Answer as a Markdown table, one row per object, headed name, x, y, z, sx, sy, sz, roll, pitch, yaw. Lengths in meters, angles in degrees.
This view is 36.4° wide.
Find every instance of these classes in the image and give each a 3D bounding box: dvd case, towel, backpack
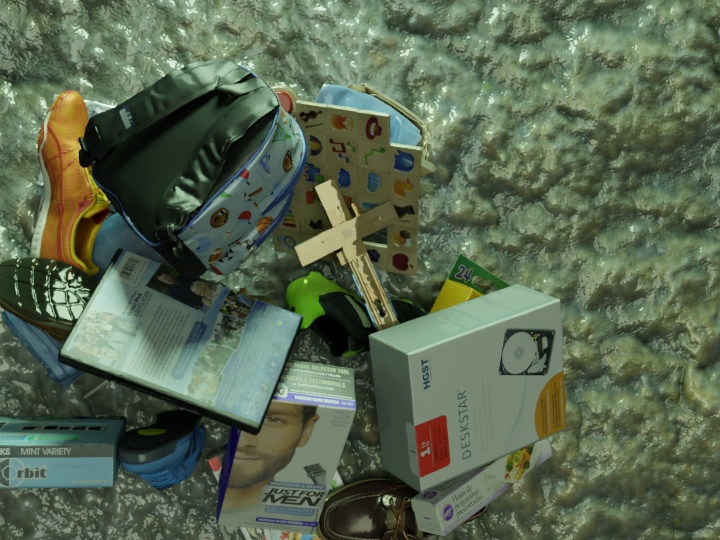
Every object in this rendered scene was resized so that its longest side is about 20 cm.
| name | x | y | z | sx | sy | sz | roll | pitch | yaw |
| --- | --- | --- | --- | --- | --- | --- | --- | --- | --- |
| dvd case | -0.168 | 0.065 | 1.048 | 0.199 | 0.018 | 0.143 | 21 | 49 | -1 |
| towel | -0.277 | 0.022 | 1.172 | 0.200 | 0.049 | 0.112 | -40 | 89 | -1 |
| backpack | -0.147 | -0.104 | 1.083 | 0.191 | 0.154 | 0.200 | -46 | 57 | 2 |

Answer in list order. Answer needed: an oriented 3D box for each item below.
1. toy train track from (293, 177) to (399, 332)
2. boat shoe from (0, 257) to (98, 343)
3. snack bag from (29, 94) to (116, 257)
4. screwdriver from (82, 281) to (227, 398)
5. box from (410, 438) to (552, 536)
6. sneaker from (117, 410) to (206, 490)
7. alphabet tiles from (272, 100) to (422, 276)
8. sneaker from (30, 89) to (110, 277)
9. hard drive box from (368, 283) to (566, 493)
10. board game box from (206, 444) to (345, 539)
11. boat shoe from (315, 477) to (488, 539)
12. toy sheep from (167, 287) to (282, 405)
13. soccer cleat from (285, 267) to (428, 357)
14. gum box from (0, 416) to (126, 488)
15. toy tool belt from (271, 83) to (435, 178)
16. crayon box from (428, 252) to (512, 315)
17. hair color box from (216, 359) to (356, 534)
| name | x | y | z | sx | sy | sz | roll | pitch | yaw |
| --- | --- | --- | --- | --- | --- | --- | --- | --- | --- |
| toy train track | 0.000 | 0.000 | 1.152 | 0.114 | 0.033 | 0.201 | -25 | 96 | -12 |
| boat shoe | -0.273 | 0.053 | 1.089 | 0.199 | 0.074 | 0.076 | 21 | 46 | 2 |
| snack bag | -0.262 | -0.077 | 1.202 | 0.187 | 0.021 | 0.201 | 12 | 90 | -10 |
| screwdriver | -0.225 | 0.083 | 1.210 | 0.200 | 0.028 | 0.029 | -42 | 69 | -5 |
| box | 0.138 | 0.228 | 1.214 | 0.199 | 0.041 | 0.039 | -25 | 106 | -39 |
| sneaker | -0.200 | 0.196 | 1.129 | 0.065 | 0.200 | 0.079 | 2 | 91 | 4 |
| alphabet tiles | -0.018 | -0.086 | 1.159 | 0.166 | 0.008 | 0.201 | 10 | 131 | 12 |
| sneaker | -0.292 | -0.087 | 1.136 | 0.077 | 0.073 | 0.201 | -2 | 85 | 14 |
| hard drive box | 0.116 | 0.120 | 1.155 | 0.199 | 0.077 | 0.157 | -18 | 112 | -28 |
| board game box | -0.074 | 0.270 | 1.234 | 0.126 | 0.035 | 0.201 | -27 | 95 | -9 |
| boat shoe | 0.049 | 0.268 | 1.214 | 0.199 | 0.072 | 0.073 | 2 | 82 | -23 |
| toy sheep | -0.149 | 0.093 | 1.164 | 0.138 | 0.138 | 0.200 | 40 | 121 | -8 |
| soccer cleat | 0.002 | 0.062 | 1.196 | 0.199 | 0.067 | 0.081 | 18 | 55 | -34 |
| gum box | -0.328 | 0.180 | 1.107 | 0.169 | 0.200 | 0.045 | 1 | 91 | -9 |
| toy tool belt | -0.017 | -0.151 | 1.188 | 0.199 | 0.123 | 0.125 | 26 | 87 | -9 |
| crayon box | 0.120 | 0.099 | 1.229 | 0.125 | 0.051 | 0.201 | 29 | 86 | -36 |
| hair color box | -0.080 | 0.183 | 1.127 | 0.109 | 0.065 | 0.201 | 8 | 127 | -11 |
